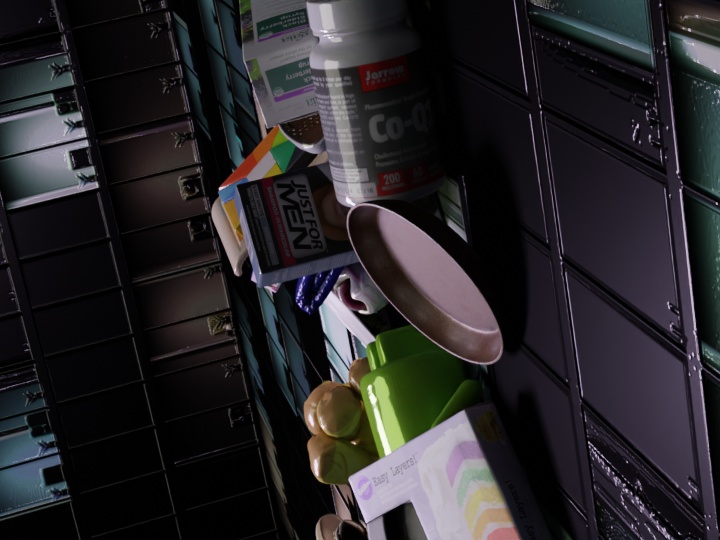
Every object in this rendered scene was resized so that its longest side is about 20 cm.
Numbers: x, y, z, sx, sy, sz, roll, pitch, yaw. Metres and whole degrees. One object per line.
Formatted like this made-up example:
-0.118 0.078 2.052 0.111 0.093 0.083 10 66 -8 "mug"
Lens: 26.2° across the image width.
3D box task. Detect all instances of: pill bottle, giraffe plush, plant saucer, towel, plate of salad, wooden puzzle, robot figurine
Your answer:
0.013 -0.172 1.502 0.114 0.113 0.202 -136 33 -70 "pill bottle"
0.000 0.181 1.874 0.200 0.173 0.162 46 173 -34 "giraffe plush"
0.069 0.005 1.466 0.200 0.034 0.201 40 159 19 "plant saucer"
-0.022 -0.061 1.752 0.201 0.049 0.149 -78 8 -53 "towel"
-0.007 0.046 1.907 0.200 0.048 0.200 47 177 3 "plate of salad"
-0.110 -0.109 1.830 0.037 0.201 0.185 33 -169 -25 "wooden puzzle"
0.069 0.160 1.638 0.175 0.114 0.202 133 123 -67 "robot figurine"

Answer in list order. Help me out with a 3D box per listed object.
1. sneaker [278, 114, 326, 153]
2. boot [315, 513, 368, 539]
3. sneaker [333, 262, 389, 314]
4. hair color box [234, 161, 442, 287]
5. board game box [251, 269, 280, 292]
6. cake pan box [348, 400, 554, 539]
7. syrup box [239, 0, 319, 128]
-0.052 -0.184 1.721 0.084 0.073 0.201 33 -163 -37 "sneaker"
-0.023 0.466 2.640 0.156 0.071 0.201 87 160 -47 "boot"
0.000 0.000 1.792 0.081 0.088 0.200 40 175 -10 "sneaker"
-0.023 -0.059 1.602 0.061 0.198 0.100 114 140 -73 "hair color box"
-0.071 -0.090 1.924 0.201 0.041 0.200 -64 0 -17 "board game box"
0.090 0.250 1.518 0.199 0.052 0.186 -34 72 42 "cake pan box"
-0.077 -0.232 1.625 0.201 0.078 0.082 -100 -8 -62 "syrup box"
